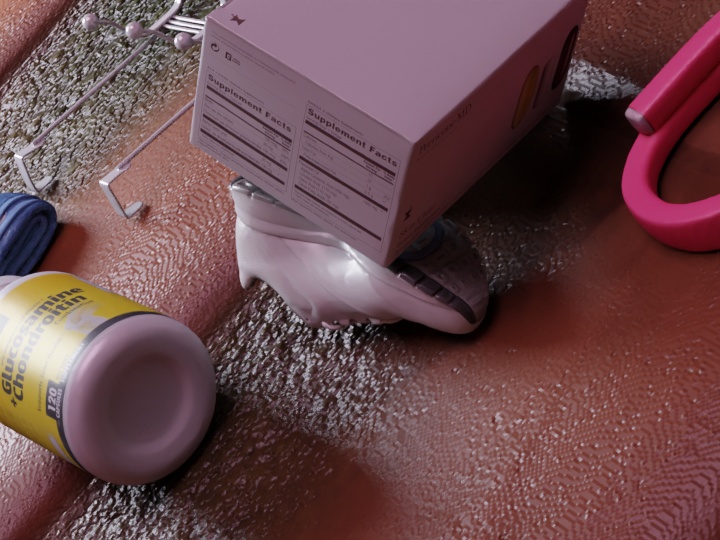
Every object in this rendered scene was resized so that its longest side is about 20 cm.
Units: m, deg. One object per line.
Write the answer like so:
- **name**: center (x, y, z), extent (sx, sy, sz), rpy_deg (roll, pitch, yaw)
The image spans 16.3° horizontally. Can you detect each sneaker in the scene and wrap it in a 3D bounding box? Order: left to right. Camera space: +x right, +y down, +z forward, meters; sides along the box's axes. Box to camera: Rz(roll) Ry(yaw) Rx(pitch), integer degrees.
- **sneaker**: center (0.000, 0.000, 1.572), extent (0.200, 0.087, 0.074), rpy_deg (26, 33, 36)

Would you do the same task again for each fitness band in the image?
- **fitness band**: center (0.234, -0.098, 1.467), extent (0.200, 0.037, 0.144), rpy_deg (-47, 35, -2)

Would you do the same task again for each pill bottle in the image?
- **pill bottle**: center (-0.189, 0.064, 1.654), extent (0.112, 0.112, 0.200), rpy_deg (-53, 36, -13)

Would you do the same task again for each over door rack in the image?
- **over door rack**: center (-0.170, -0.143, 1.890), extent (0.148, 0.067, 0.200), rpy_deg (17, 66, 52)

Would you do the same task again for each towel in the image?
- **towel**: center (-0.323, -0.013, 1.923), extent (0.200, 0.049, 0.112), rpy_deg (-1, 52, 45)

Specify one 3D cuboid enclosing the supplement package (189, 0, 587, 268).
- **supplement package**: center (0.020, -0.129, 1.539), extent (0.156, 0.111, 0.200), rpy_deg (32, 51, 18)
